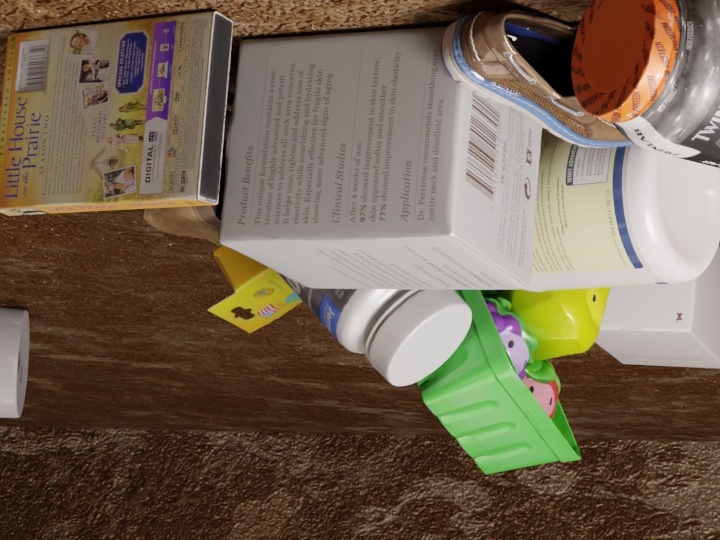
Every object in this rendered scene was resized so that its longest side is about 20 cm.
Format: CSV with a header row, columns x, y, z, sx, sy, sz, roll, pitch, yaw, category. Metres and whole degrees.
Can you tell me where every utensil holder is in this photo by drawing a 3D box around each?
x,y,z,sx,sy,sz,roll,pitch,yaw,category
-0.582,0.127,2.762,0.199,0.171,0.170,3,168,-3,utensil holder

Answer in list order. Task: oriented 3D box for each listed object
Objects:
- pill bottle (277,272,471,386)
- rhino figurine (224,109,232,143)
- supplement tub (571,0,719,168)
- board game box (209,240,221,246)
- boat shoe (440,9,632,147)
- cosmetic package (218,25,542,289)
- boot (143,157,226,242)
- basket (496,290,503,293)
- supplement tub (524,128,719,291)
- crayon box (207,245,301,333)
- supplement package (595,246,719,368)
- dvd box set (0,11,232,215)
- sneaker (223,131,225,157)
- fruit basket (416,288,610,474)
x,y,z,sx,sy,sz,roll,pitch,yaw,category
0.000,0.000,1.691,0.200,0.114,0.114,47,-171,27,pill bottle
-0.155,-0.121,1.659,0.199,0.060,0.087,5,158,-14,rhino figurine
0.250,-0.129,1.294,0.199,0.123,0.122,10,167,-26,supplement tub
-0.189,-0.082,1.806,0.096,0.030,0.200,48,-171,24,board game box
0.157,-0.139,1.409,0.200,0.072,0.072,12,165,-31,boat shoe
0.019,-0.083,1.504,0.199,0.168,0.166,0,167,26,cosmetic package
-0.104,-0.049,1.566,0.075,0.074,0.200,-10,166,26,boot
0.078,0.001,1.845,0.200,0.136,0.180,0,159,-45,basket
0.185,-0.057,1.608,0.200,0.145,0.145,-4,165,37,supplement tub
-0.056,-0.022,1.861,0.200,0.051,0.127,-34,160,6,crayon box
0.308,0.024,1.998,0.121,0.120,0.200,2,168,21,supplement package
-0.193,-0.118,1.482,0.199,0.147,0.029,-3,168,30,dvd box set
-0.152,-0.108,1.566,0.087,0.075,0.200,1,144,-3,sneaker
0.158,0.069,1.767,0.215,0.156,0.216,-12,141,-10,fruit basket
